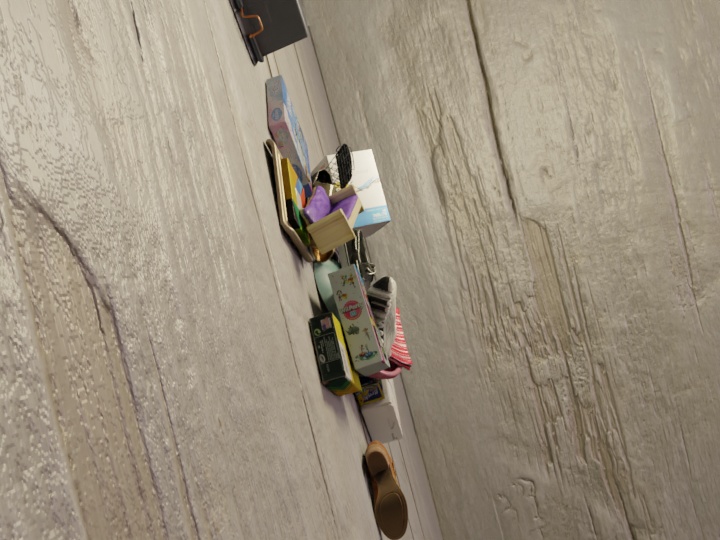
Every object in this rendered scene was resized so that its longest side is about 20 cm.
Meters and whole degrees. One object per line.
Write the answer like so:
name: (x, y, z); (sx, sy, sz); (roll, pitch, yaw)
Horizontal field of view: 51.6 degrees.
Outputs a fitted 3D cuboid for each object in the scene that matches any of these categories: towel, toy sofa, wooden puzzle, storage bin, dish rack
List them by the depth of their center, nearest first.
wooden puzzle: (-0.135, -0.137, 1.484); (0.185, 0.036, 0.205); (63, 13, -69)
toy sofa: (-0.054, -0.123, 1.536); (0.099, 0.081, 0.201); (62, 16, -16)
storage bin: (-0.191, -0.549, 1.543); (0.147, 0.131, 0.203); (-100, 172, -50)
towel: (0.058, 0.138, 1.813); (0.143, 0.022, 0.202); (32, 28, -30)
dish rack: (-0.062, -0.202, 1.822); (0.053, 0.201, 0.156); (17, 41, -29)

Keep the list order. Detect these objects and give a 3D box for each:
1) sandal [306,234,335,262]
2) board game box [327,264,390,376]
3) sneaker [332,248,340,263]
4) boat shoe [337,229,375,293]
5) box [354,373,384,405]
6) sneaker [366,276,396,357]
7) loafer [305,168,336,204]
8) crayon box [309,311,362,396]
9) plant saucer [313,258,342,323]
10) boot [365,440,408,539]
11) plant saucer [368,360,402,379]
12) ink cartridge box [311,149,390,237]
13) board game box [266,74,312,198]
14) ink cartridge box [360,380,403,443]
sandal: (-0.091, -0.051, 1.654); (0.212, 0.075, 0.072); (-66, 161, -79)
board game box: (-0.002, 0.107, 1.545); (0.148, 0.063, 0.205); (61, 11, -76)
sneaker: (-0.065, 0.012, 1.833); (0.082, 0.070, 0.205); (-32, 115, -50)
boat shoe: (0.000, 0.000, 1.693); (0.072, 0.070, 0.205); (17, 52, -66)
box: (0.010, 0.233, 1.849); (0.202, 0.068, 0.065); (-100, 171, -51)
sneaker: (0.049, 0.110, 1.652); (0.080, 0.074, 0.206); (-3, 109, -46)
loafer: (-0.094, -0.168, 1.703); (0.202, 0.073, 0.071); (-100, -150, -52)
crayon box: (-0.046, 0.173, 1.473); (0.200, 0.049, 0.130); (61, 14, -69)
plant saucer: (-0.036, 0.050, 1.706); (0.202, 0.038, 0.203); (53, 21, -29)
boot: (0.054, 0.483, 1.665); (0.155, 0.075, 0.205); (67, 2, -86)
plant saucer: (0.014, 0.178, 1.766); (0.199, 0.051, 0.202); (38, 25, -20)
ink cartridge box: (-0.032, -0.197, 1.993); (0.146, 0.143, 0.206); (-30, -107, 64)
board game box: (-0.159, -0.300, 1.678); (0.203, 0.042, 0.202); (-100, 172, -47)
ink cartridge box: (0.044, 0.317, 1.904); (0.202, 0.082, 0.147); (-100, 173, -51)
